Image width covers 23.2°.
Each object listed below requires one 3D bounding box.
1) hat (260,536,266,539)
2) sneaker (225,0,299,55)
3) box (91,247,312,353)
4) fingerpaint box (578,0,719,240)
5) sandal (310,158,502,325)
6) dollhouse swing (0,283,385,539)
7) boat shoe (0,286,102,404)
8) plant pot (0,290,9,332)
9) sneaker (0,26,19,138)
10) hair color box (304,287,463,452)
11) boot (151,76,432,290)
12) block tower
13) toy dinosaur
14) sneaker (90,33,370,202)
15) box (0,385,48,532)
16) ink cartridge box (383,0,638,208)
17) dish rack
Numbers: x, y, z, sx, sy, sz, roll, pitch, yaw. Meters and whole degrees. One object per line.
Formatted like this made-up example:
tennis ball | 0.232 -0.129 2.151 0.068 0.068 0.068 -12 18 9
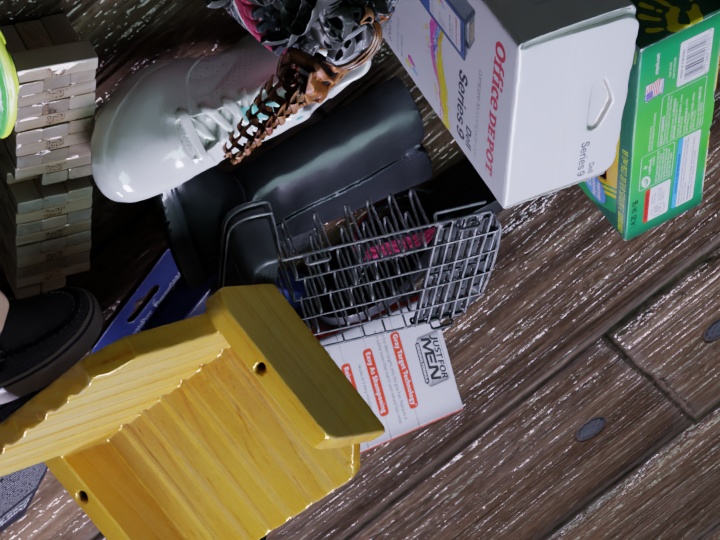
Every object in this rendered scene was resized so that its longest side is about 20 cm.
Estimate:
hat | -0.109 0.144 1.471 0.166 0.199 0.177 94 14 -71
sneaker | -0.084 -0.212 1.037 0.081 0.075 0.200 -39 135 -17
box | -0.101 0.047 1.369 0.200 0.032 0.121 13 125 -45
fingerpaint box | 0.171 -0.149 1.229 0.073 0.167 0.200 -26 146 -14
sandal | 0.037 -0.036 1.350 0.200 0.075 0.045 -38 139 -6
dollhouse swing | -0.127 0.127 1.157 0.200 0.182 0.176 -36 -175 28
boat shoe | -0.276 0.046 1.187 0.199 0.075 0.093 -27 139 -11
plant pot | -0.293 -0.031 1.025 0.201 0.200 0.093 38 66 -54
sneaker | -0.255 -0.147 0.976 0.083 0.074 0.200 -32 136 -6
hair color box | -0.029 0.093 1.361 0.199 0.061 0.102 -21 106 -18
boot | -0.049 -0.079 1.223 0.199 0.066 0.165 -24 154 -8
block tower | -0.204 -0.073 1.119 0.054 0.058 0.200 -16 144 -24
toy dinosaur | -0.016 -0.154 1.016 0.136 0.102 0.201 27 75 -62
sneaker | -0.079 -0.104 1.105 0.200 0.088 0.076 -36 122 -33
box | -0.280 0.159 1.281 0.143 0.036 0.200 -39 166 -44
ink cartridge box | 0.085 -0.163 1.112 0.087 0.200 0.146 -21 144 -16
dish rack | 0.000 0.000 1.253 0.199 0.055 0.154 -12 150 -15
